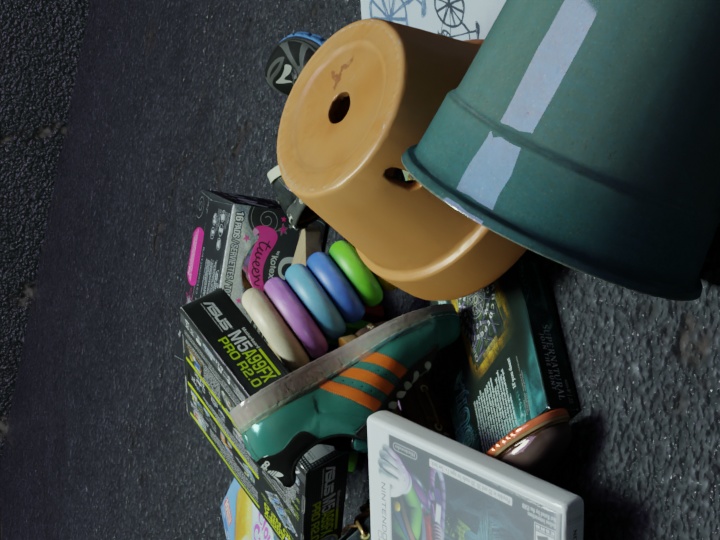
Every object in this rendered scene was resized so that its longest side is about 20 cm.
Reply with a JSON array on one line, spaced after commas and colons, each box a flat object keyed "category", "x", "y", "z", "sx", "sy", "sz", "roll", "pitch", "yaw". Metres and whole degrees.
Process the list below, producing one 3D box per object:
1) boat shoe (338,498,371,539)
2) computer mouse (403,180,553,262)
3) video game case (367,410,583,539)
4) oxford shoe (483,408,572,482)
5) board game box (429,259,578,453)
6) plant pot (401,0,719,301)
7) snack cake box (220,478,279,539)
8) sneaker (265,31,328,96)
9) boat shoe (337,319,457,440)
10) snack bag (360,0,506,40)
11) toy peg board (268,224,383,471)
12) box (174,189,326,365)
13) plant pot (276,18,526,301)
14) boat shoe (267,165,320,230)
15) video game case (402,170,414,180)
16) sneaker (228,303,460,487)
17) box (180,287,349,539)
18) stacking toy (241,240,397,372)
[{"category": "boat shoe", "x": 0.016, "y": 0.218, "z": 1.081, "sx": 0.071, "sy": 0.091, "sz": 0.201, "roll": 142, "pitch": 132, "yaw": -58}, {"category": "computer mouse", "x": 0.090, "y": -0.046, "z": 0.984, "sx": 0.200, "sy": 0.034, "sz": 0.059, "roll": 13, "pitch": 80, "yaw": 47}, {"category": "video game case", "x": 0.075, "y": 0.212, "z": 0.906, "sx": 0.200, "sy": 0.023, "sz": 0.182, "roll": 18, "pitch": 116, "yaw": 49}, {"category": "oxford shoe", "x": 0.111, "y": 0.179, "z": 0.926, "sx": 0.073, "sy": 0.071, "sz": 0.200, "roll": 52, "pitch": 137, "yaw": 32}, {"category": "board game box", "x": 0.104, "y": 0.050, "z": 1.007, "sx": 0.135, "sy": 0.028, "sz": 0.200, "roll": 126, "pitch": 143, "yaw": -49}, {"category": "plant pot", "x": 0.154, "y": -0.114, "z": 0.762, "sx": 0.196, "sy": 0.200, "sz": 0.200, "roll": -65, "pitch": 27, "yaw": 16}, {"category": "snack cake box", "x": -0.082, "y": 0.285, "z": 1.321, "sx": 0.200, "sy": 0.067, "sz": 0.115, "roll": -109, "pitch": 34, "yaw": -46}, {"category": "sneaker", "x": -0.038, "y": -0.158, "z": 1.160, "sx": 0.083, "sy": 0.071, "sz": 0.200, "roll": -43, "pitch": 39, "yaw": -8}, {"category": "boat shoe", "x": 0.051, "y": 0.127, "z": 1.050, "sx": 0.070, "sy": 0.070, "sz": 0.200, "roll": 109, "pitch": 140, "yaw": -60}, {"category": "snack bag", "x": 0.067, "y": -0.227, "z": 1.041, "sx": 0.200, "sy": 0.021, "sz": 0.189, "roll": 27, "pitch": 131, "yaw": 42}, {"category": "toy peg board", "x": -0.036, "y": 0.089, "z": 1.273, "sx": 0.199, "sy": 0.098, "sz": 0.200, "roll": -96, "pitch": 22, "yaw": -66}, {"category": "box", "x": -0.123, "y": 0.021, "z": 1.441, "sx": 0.132, "sy": 0.114, "sz": 0.201, "roll": -155, "pitch": 73, "yaw": -65}, {"category": "plant pot", "x": 0.033, "y": -0.092, "z": 0.945, "sx": 0.200, "sy": 0.140, "sz": 0.201, "roll": -27, "pitch": 52, "yaw": 41}, {"category": "boat shoe", "x": -0.012, "y": -0.094, "z": 1.228, "sx": 0.200, "sy": 0.072, "sz": 0.068, "roll": -24, "pitch": 77, "yaw": 49}, {"category": "video game case", "x": 0.066, "y": -0.157, "z": 1.176, "sx": 0.200, "sy": 0.018, "sz": 0.143, "roll": -106, "pitch": 33, "yaw": -44}, {"category": "sneaker", "x": 0.002, "y": 0.097, "z": 0.998, "sx": 0.080, "sy": 0.200, "sz": 0.071, "roll": 60, "pitch": 162, "yaw": 8}, {"category": "box", "x": -0.085, "y": 0.136, "z": 1.110, "sx": 0.200, "sy": 0.044, "sz": 0.160, "roll": 48, "pitch": 151, "yaw": 32}, {"category": "stacking toy", "x": 0.000, "y": 0.000, "z": 1.106, "sx": 0.085, "sy": 0.200, "sz": 0.085, "roll": 54, "pitch": 175, "yaw": 7}]
